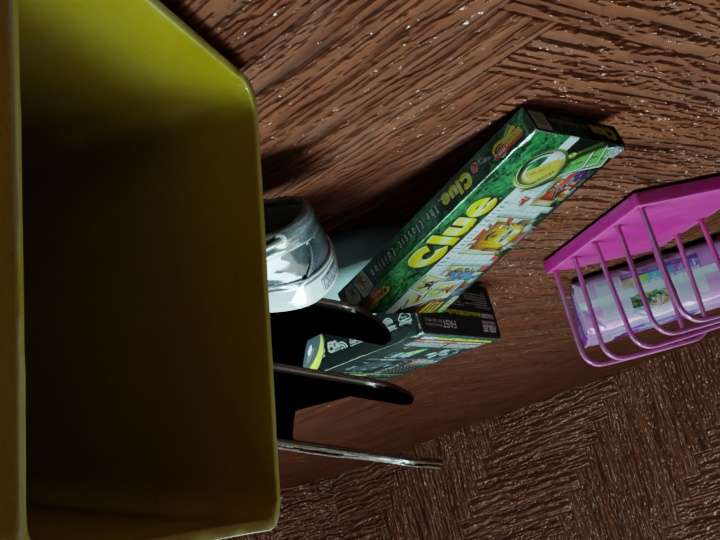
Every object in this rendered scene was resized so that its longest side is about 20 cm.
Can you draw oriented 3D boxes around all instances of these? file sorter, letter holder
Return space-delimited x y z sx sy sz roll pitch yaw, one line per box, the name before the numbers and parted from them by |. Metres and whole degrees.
file sorter | 0.294 0.006 1.046 0.138 0.126 0.200 -12 166 -18
letter holder | -0.005 0.083 0.769 0.141 0.102 0.200 8 171 9

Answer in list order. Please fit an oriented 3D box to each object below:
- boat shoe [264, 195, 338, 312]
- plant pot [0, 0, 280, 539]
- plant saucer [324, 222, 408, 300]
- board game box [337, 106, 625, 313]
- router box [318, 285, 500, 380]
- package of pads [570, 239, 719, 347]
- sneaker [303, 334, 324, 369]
boat shoe | -0.115 -0.007 0.646 0.198 0.072 0.068 -6 136 16
plant pot | -0.151 0.007 0.413 0.175 0.202 0.200 -7 169 14
plant saucer | 0.000 0.000 0.859 0.199 0.039 0.201 -15 167 -3
board game box | 0.080 -0.033 0.744 0.104 0.024 0.200 3 142 -43
router box | 0.035 0.062 1.098 0.149 0.063 0.200 -22 165 25
package of pads | 0.355 0.028 1.314 0.198 0.076 0.121 -18 165 6
sneaker | -0.118 0.085 0.996 0.199 0.074 0.081 -26 160 30
